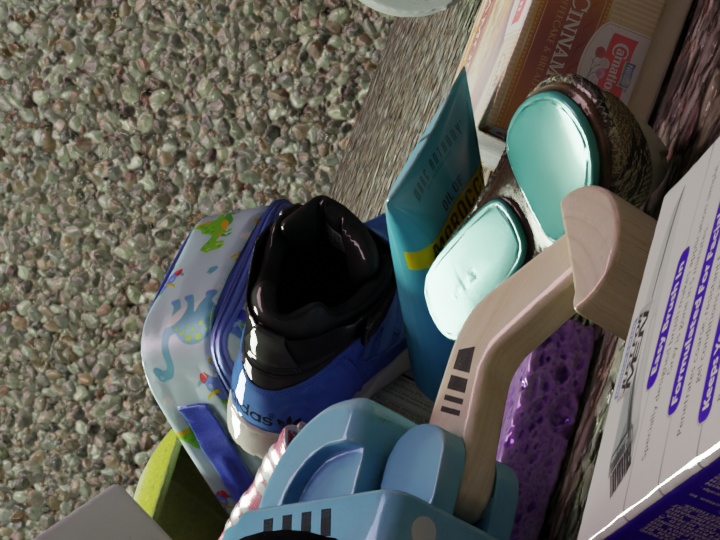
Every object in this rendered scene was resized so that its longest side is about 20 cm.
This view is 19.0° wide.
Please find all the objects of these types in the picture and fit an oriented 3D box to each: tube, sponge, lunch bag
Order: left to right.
[{"bbox_3d":[-0.049,0.073,1.320,0.200,0.082,0.161,62,-147,-29],"label":"lunch bag"},{"bbox_3d":[0.040,-0.006,1.023,0.200,0.050,0.078,77,-148,-56],"label":"tube"},{"bbox_3d":[0.054,0.097,0.981,0.200,0.030,0.112,123,166,-71],"label":"sponge"}]

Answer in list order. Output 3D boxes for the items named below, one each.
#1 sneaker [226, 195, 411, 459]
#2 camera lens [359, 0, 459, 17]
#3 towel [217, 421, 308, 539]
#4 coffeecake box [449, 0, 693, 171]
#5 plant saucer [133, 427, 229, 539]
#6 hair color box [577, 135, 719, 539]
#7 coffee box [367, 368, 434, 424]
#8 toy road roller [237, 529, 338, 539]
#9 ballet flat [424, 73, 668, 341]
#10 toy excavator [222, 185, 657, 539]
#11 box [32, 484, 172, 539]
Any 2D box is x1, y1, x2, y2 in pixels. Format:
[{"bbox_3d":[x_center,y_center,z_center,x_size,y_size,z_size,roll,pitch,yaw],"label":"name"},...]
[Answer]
[{"bbox_3d":[0.001,0.001,1.107,0.200,0.077,0.112,-44,-27,-42],"label":"sneaker"},{"bbox_3d":[0.045,-0.320,1.993,0.200,0.159,0.161,-91,22,-78],"label":"camera lens"},{"bbox_3d":[-0.031,0.178,1.025,0.147,0.030,0.200,61,147,21],"label":"towel"},{"bbox_3d":[0.105,-0.124,1.060,0.200,0.073,0.154,-177,108,-84],"label":"coffeecake box"},{"bbox_3d":[-0.100,0.219,1.343,0.200,0.048,0.200,44,-126,-47],"label":"plant saucer"},{"bbox_3d":[0.117,0.002,0.482,0.200,0.065,0.110,126,163,-66],"label":"hair color box"},{"bbox_3d":[-0.005,0.101,1.170,0.200,0.080,0.113,-64,-3,-48],"label":"coffee box"},{"bbox_3d":[0.033,0.167,0.589,0.123,0.145,0.201,-76,-29,-50],"label":"toy road roller"},{"bbox_3d":[0.087,-0.030,0.908,0.068,0.075,0.200,64,155,19],"label":"ballet flat"},{"bbox_3d":[0.029,0.075,0.837,0.194,0.100,0.201,-17,53,50],"label":"toy excavator"},{"bbox_3d":[-0.129,0.245,1.144,0.152,0.200,0.107,-33,-20,-37],"label":"box"}]
